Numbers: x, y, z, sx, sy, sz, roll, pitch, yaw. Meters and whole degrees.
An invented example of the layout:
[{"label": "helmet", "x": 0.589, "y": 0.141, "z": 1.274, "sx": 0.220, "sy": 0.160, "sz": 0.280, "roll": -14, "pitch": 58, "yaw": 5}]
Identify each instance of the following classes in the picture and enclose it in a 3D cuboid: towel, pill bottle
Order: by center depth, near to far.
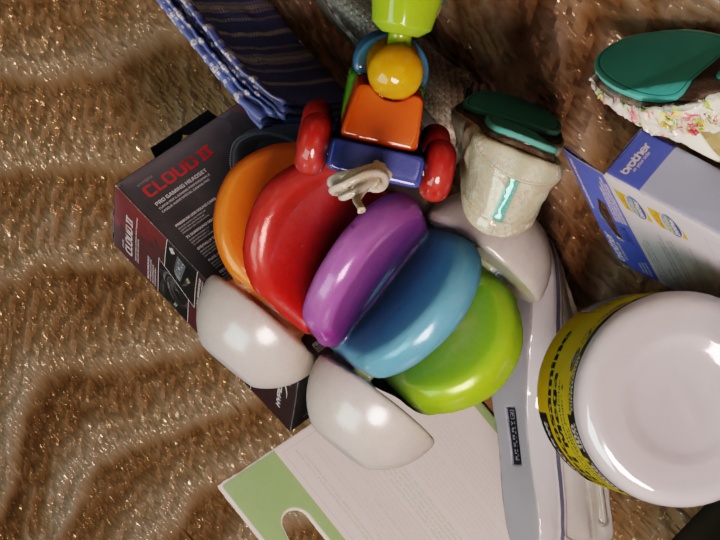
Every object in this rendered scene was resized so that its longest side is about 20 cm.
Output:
[{"label": "pill bottle", "x": 0.158, "y": 0.068, "z": 1.391, "sx": 0.113, "sy": 0.112, "sz": 0.200, "roll": 58, "pitch": 175, "yaw": -1}, {"label": "towel", "x": -0.086, "y": -0.169, "z": 1.572, "sx": 0.024, "sy": 0.145, "sz": 0.200, "roll": -42, "pitch": 80, "yaw": 20}]

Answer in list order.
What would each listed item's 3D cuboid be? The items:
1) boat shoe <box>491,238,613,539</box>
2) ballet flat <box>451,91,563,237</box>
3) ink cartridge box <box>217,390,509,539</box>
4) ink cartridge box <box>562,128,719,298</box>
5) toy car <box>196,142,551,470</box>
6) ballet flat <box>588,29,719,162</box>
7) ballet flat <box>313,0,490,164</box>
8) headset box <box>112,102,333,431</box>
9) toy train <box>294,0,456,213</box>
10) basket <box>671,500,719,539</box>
[{"label": "boat shoe", "x": 0.123, "y": 0.075, "z": 1.539, "sx": 0.071, "sy": 0.070, "sz": 0.201, "roll": 172, "pitch": 94, "yaw": -69}, {"label": "ballet flat", "x": 0.074, "y": -0.058, "z": 1.392, "sx": 0.067, "sy": 0.200, "sz": 0.063, "roll": 20, "pitch": 101, "yaw": 1}, {"label": "ink cartridge box", "x": 0.017, "y": 0.152, "z": 1.632, "sx": 0.146, "sy": 0.200, "sz": 0.048, "roll": 50, "pitch": 147, "yaw": 10}, {"label": "ink cartridge box", "x": 0.204, "y": -0.006, "z": 1.338, "sx": 0.200, "sy": 0.042, "sz": 0.119, "roll": 29, "pitch": 165, "yaw": 36}, {"label": "toy car", "x": 0.000, "y": 0.000, "z": 1.454, "sx": 0.200, "sy": 0.175, "sz": 0.150, "roll": 35, "pitch": 171, "yaw": 24}, {"label": "ballet flat", "x": 0.195, "y": -0.084, "z": 1.289, "sx": 0.200, "sy": 0.076, "sz": 0.064, "roll": 8, "pitch": 131, "yaw": 55}, {"label": "ballet flat", "x": 0.014, "y": -0.148, "z": 1.521, "sx": 0.200, "sy": 0.046, "sz": 0.067, "roll": 51, "pitch": 180, "yaw": 21}, {"label": "headset box", "x": -0.052, "y": -0.022, "z": 1.617, "sx": 0.200, "sy": 0.149, "sz": 0.077, "roll": 47, "pitch": 154, "yaw": 19}, {"label": "toy train", "x": 0.016, "y": -0.099, "z": 1.333, "sx": 0.200, "sy": 0.084, "sz": 0.116, "roll": -93, "pitch": 15, "yaw": -81}, {"label": "basket", "x": 0.243, "y": 0.172, "z": 1.392, "sx": 0.180, "sy": 0.136, "sz": 0.200, "roll": 17, "pitch": 137, "yaw": -3}]
